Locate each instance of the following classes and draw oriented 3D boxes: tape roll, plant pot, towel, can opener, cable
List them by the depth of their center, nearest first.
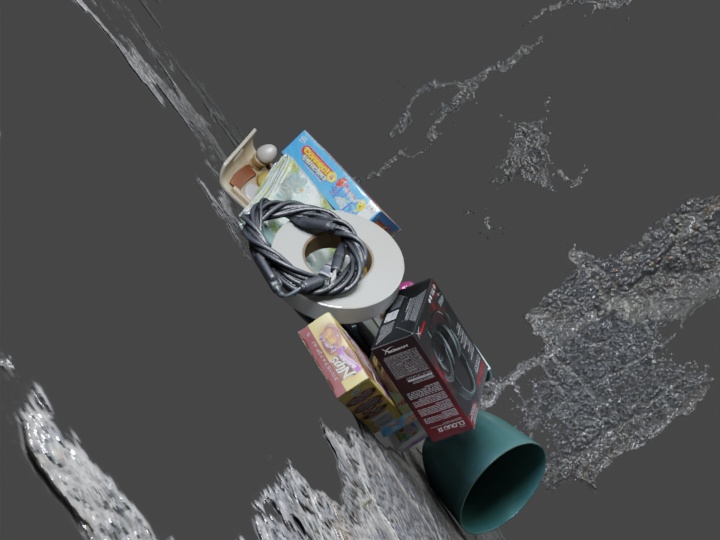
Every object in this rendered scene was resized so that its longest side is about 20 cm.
[{"bbox_3d":[-0.083,-0.044,1.529,0.200,0.163,0.051,56,-29,35],"label":"cable"},{"bbox_3d":[-0.035,-0.009,1.569,0.203,0.202,0.037,57,-30,34],"label":"tape roll"},{"bbox_3d":[-0.042,0.087,1.646,0.200,0.063,0.079,55,-5,-35],"label":"can opener"},{"bbox_3d":[-0.096,-0.063,1.682,0.200,0.048,0.171,53,41,-25],"label":"towel"},{"bbox_3d":[0.206,0.345,1.916,0.161,0.201,0.201,40,-10,41],"label":"plant pot"}]

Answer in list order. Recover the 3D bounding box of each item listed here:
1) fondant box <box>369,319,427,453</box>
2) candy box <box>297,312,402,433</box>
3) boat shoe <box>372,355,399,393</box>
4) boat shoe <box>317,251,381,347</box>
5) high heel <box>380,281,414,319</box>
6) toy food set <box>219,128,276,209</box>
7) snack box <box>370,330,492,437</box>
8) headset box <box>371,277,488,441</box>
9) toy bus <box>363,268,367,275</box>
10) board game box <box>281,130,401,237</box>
[{"bbox_3d":[0.071,0.180,1.769,0.200,0.144,0.058,57,0,19],"label":"fondant box"},{"bbox_3d":[-0.011,0.149,1.511,0.117,0.056,0.200,57,3,27],"label":"candy box"},{"bbox_3d":[0.055,0.139,1.625,0.074,0.069,0.200,65,19,-11],"label":"boat shoe"},{"bbox_3d":[0.000,0.048,1.681,0.072,0.066,0.200,18,-30,49],"label":"boat shoe"},{"bbox_3d":[0.014,0.060,1.848,0.067,0.200,0.096,2,50,-42],"label":"high heel"},{"bbox_3d":[-0.135,-0.137,1.789,0.200,0.060,0.144,43,34,-11],"label":"toy food set"},{"bbox_3d":[0.095,0.168,1.698,0.116,0.200,0.037,58,-9,34],"label":"snack box"},{"bbox_3d":[0.110,0.137,1.553,0.200,0.077,0.149,56,30,-20],"label":"headset box"},{"bbox_3d":[0.000,0.000,1.826,0.200,0.078,0.065,-82,176,-83],"label":"toy bus"},{"bbox_3d":[-0.029,-0.135,1.847,0.196,0.056,0.200,47,4,13],"label":"board game box"}]
